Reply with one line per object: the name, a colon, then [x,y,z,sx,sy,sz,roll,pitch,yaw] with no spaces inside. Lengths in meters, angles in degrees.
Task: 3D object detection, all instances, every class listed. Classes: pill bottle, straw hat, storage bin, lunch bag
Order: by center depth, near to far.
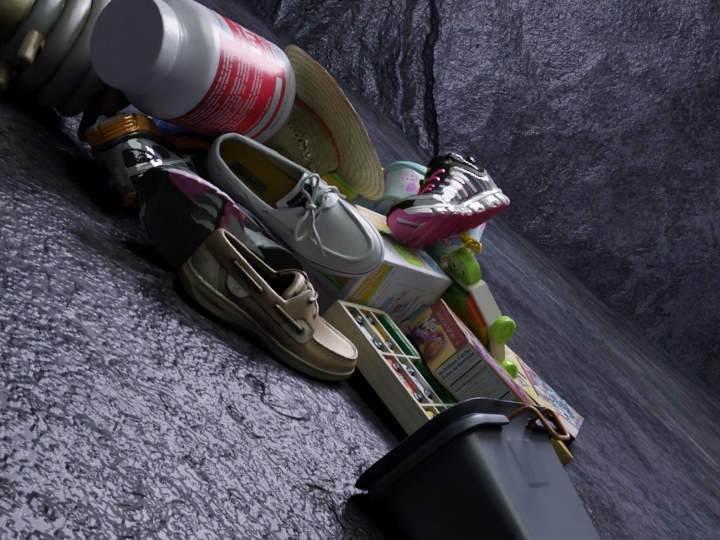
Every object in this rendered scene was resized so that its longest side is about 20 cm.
storage bin: [0.117,0.190,0.787,0.199,0.145,0.135,18,36,-58]
pill bottle: [-0.156,-0.190,0.935,0.112,0.113,0.199,46,16,23]
straw hat: [-0.062,-0.135,1.052,0.202,0.085,0.201,53,-12,17]
lunch bag: [0.067,-0.052,1.283,0.159,0.078,0.200,26,-26,-13]

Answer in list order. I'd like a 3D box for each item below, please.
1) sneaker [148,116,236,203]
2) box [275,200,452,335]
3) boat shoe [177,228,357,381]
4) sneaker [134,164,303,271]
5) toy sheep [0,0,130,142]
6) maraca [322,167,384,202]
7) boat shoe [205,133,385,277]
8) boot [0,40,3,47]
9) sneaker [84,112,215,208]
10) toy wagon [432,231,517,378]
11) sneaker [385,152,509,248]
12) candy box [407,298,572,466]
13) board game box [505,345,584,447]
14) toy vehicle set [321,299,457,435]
sneaker: [-0.145,-0.112,1.087,0.199,0.079,0.089,16,9,-43]
box: [0.000,0.000,1.105,0.113,0.102,0.199,48,15,24]
boat shoe: [-0.067,0.034,0.888,0.199,0.065,0.071,34,15,-34]
sneaker: [-0.142,-0.037,0.917,0.086,0.080,0.200,45,-1,40]
toy sheep: [-0.274,-0.207,0.957,0.199,0.138,0.138,34,15,-34]
maraca: [0.000,-0.104,1.434,0.137,0.107,0.200,43,2,25]
boat shoe: [-0.057,-0.066,0.942,0.201,0.075,0.086,38,-12,-4]
boot: [-0.318,-0.289,1.017,0.210,0.158,0.080,30,17,-39]
sneaker: [-0.191,-0.087,0.948,0.200,0.078,0.078,13,56,-69]
toy wagon: [0.126,0.045,1.199,0.155,0.039,0.201,42,-29,45]
sneaker: [0.089,-0.087,1.140,0.199,0.074,0.088,-17,71,-45]
candy box: [0.142,0.134,1.098,0.200,0.056,0.117,49,6,-23]
board game box: [0.214,0.157,1.348,0.200,0.035,0.135,44,14,12]
toy vehicle set: [0.051,0.118,0.991,0.200,0.026,0.124,51,13,20]
